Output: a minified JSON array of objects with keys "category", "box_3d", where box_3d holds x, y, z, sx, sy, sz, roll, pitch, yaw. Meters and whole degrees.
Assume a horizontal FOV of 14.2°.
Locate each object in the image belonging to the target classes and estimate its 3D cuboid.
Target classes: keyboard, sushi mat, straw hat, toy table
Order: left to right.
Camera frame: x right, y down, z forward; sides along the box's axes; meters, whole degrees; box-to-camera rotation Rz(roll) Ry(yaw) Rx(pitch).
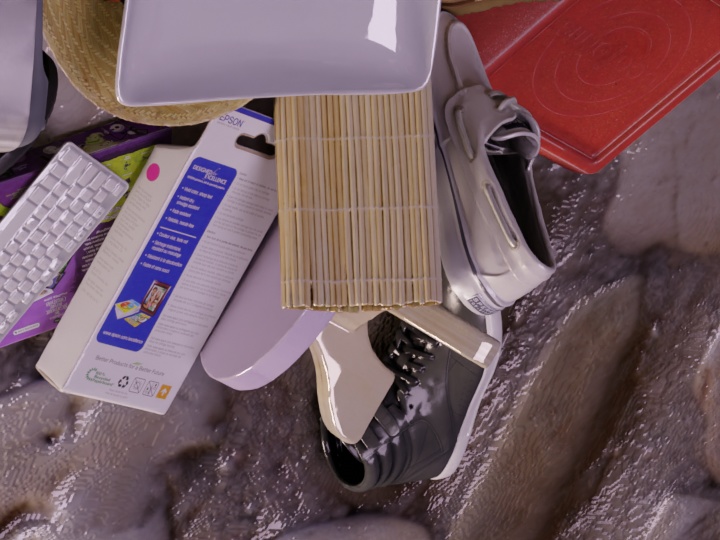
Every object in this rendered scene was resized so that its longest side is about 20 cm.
[{"category":"keyboard","box_3d":[-0.215,0.014,1.672,0.200,0.011,0.056,-50,139,4]},{"category":"straw hat","box_3d":[-0.114,-0.187,1.590,0.200,0.085,0.202,-13,116,-28]},{"category":"sushi mat","box_3d":[-0.004,-0.076,1.685,0.095,0.201,0.012,-3,174,6]},{"category":"toy table","box_3d":[0.000,0.000,1.768,0.117,0.184,0.200,30,102,-33]}]

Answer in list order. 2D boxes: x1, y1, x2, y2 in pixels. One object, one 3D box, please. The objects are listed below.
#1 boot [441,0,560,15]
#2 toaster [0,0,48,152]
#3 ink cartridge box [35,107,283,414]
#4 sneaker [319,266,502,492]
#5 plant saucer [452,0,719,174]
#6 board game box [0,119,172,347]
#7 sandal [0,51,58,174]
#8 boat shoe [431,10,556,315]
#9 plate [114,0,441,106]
[{"category":"boot","box_3d":[0.048,-0.211,1.665,0.175,0.066,0.200,-19,153,34]},{"category":"toaster","box_3d":[-0.235,-0.153,1.483,0.129,0.113,0.201,-6,108,-34]},{"category":"ink cartridge box","box_3d":[-0.109,-0.011,1.722,0.095,0.037,0.201,17,108,-51]},{"category":"sneaker","box_3d":[0.030,0.070,1.909,0.099,0.071,0.201,-18,135,-35]},{"category":"plant saucer","box_3d":[0.155,-0.144,1.832,0.200,0.037,0.199,-40,142,22]},{"category":"board game box","box_3d":[-0.201,-0.013,1.690,0.199,0.032,0.121,-20,128,-28]},{"category":"sandal","box_3d":[-0.250,-0.060,1.585,0.200,0.075,0.045,-37,127,-8]},{"category":"boat shoe","box_3d":[0.074,-0.074,1.718,0.066,0.201,0.072,-26,145,29]},{"category":"plate","box_3d":[-0.041,-0.192,1.559,0.199,0.032,0.201,-5,113,-30]}]
